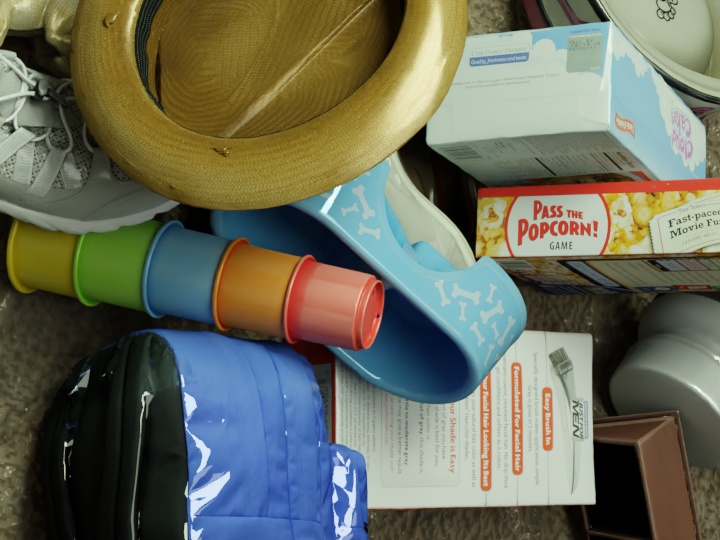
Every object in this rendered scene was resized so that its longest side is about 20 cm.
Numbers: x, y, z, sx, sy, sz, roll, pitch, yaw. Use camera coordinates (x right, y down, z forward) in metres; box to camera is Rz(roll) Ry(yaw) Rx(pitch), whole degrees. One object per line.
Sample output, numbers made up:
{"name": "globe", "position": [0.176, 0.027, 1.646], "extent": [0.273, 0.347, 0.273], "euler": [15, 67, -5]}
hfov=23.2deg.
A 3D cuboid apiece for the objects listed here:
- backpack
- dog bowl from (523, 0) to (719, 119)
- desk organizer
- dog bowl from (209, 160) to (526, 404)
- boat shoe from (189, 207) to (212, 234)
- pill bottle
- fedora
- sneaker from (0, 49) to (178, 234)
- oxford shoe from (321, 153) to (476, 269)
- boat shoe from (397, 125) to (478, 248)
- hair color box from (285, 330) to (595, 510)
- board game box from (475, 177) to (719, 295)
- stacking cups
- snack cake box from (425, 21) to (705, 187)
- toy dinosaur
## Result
{"name": "backpack", "position": [-0.082, 0.135, 0.937], "extent": [0.167, 0.162, 0.201], "euler": [4, 69, -43]}
{"name": "dog bowl", "position": [0.193, -0.184, 1.181], "extent": [0.199, 0.074, 0.201], "euler": [19, 55, -29]}
{"name": "desk organizer", "position": [0.179, 0.199, 1.133], "extent": [0.077, 0.071, 0.201], "euler": [-17, 97, -61]}
{"name": "dog bowl", "position": [0.000, 0.000, 0.957], "extent": [0.200, 0.111, 0.050], "euler": [42, 54, -19]}
{"name": "boat shoe", "position": [-0.076, -0.081, 1.022], "extent": [0.066, 0.070, 0.201], "euler": [3, 90, -35]}
{"name": "pill bottle", "position": [0.263, 0.033, 1.206], "extent": [0.114, 0.114, 0.200], "euler": [51, 60, -18]}
{"name": "fedora", "position": [-0.042, -0.108, 0.876], "extent": [0.199, 0.082, 0.202], "euler": [-2, 69, 4]}
{"name": "sneaker", "position": [-0.172, -0.071, 0.894], "extent": [0.199, 0.082, 0.075], "euler": [2, 56, -10]}
{"name": "oxford shoe", "position": [0.010, -0.023, 1.024], "extent": [0.200, 0.075, 0.058], "euler": [55, 42, -42]}
{"name": "boat shoe", "position": [0.032, -0.102, 1.088], "extent": [0.074, 0.075, 0.203], "euler": [-21, 96, -34]}
{"name": "hair color box", "position": [0.052, 0.092, 1.086], "extent": [0.199, 0.064, 0.112], "euler": [4, 82, -33]}
{"name": "board game box", "position": [0.189, -0.018, 1.081], "extent": [0.151, 0.199, 0.047], "euler": [22, 69, -65]}
{"name": "stacking cups", "position": [-0.087, 0.007, 0.930], "extent": [0.060, 0.199, 0.061], "euler": [15, 90, -75]}
{"name": "snack cake box", "position": [0.132, -0.084, 1.080], "extent": [0.200, 0.114, 0.068], "euler": [27, 63, -61]}
{"name": "toy dinosaur", "position": [-0.169, -0.139, 0.967], "extent": [0.199, 0.058, 0.102], "euler": [-2, 84, -34]}
